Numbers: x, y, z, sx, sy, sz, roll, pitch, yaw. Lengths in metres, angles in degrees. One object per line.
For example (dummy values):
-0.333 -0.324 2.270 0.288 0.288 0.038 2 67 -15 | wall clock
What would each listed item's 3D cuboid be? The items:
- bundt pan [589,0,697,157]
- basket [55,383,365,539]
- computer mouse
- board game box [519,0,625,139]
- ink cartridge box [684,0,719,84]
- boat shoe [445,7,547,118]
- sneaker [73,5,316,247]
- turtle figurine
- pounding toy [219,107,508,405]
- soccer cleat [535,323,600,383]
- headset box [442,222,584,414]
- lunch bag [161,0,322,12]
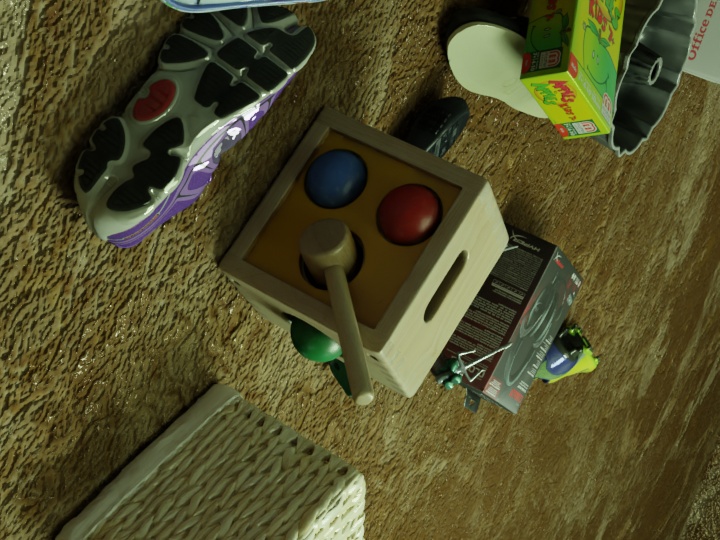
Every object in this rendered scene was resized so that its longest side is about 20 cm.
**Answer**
0.294 -0.233 1.464 0.202 0.076 0.203 -43 148 -36 | bundt pan
-0.107 0.239 1.058 0.200 0.160 0.199 -45 148 -36 | basket
0.027 -0.084 1.166 0.200 0.034 0.059 -47 167 -20 | computer mouse
0.199 -0.234 1.209 0.102 0.047 0.201 41 52 -47 | board game box
0.524 -0.295 1.695 0.085 0.199 0.148 -2 116 -62 | ink cartridge box
0.136 -0.200 1.225 0.073 0.063 0.201 -28 155 29 | boat shoe
-0.110 -0.098 0.867 0.200 0.081 0.084 -47 167 -17 | sneaker
0.063 0.041 1.262 0.199 0.100 0.151 -22 119 -33 | turtle figurine
0.000 0.000 1.007 0.201 0.183 0.142 -57 153 -13 | pounding toy
0.265 0.116 1.770 0.084 0.065 0.200 -37 163 14 | soccer cleat
0.163 0.066 1.495 0.201 0.077 0.149 -63 154 -5 | headset box
-0.066 -0.251 0.755 0.159 0.076 0.201 -10 124 -30 | lunch bag
